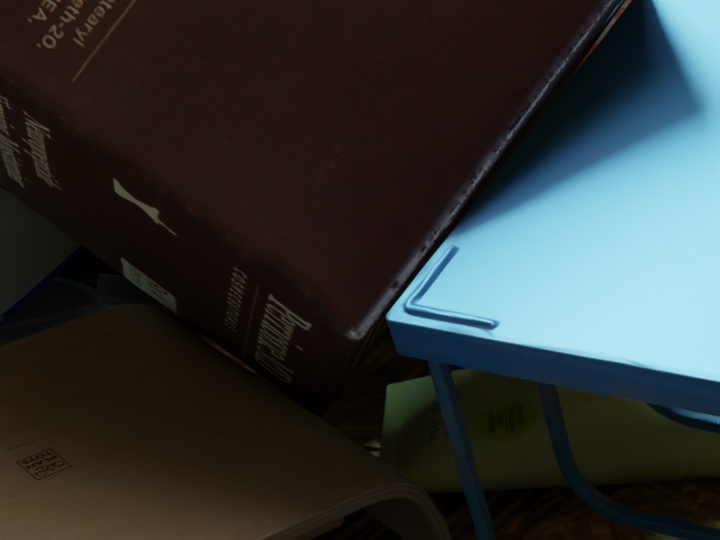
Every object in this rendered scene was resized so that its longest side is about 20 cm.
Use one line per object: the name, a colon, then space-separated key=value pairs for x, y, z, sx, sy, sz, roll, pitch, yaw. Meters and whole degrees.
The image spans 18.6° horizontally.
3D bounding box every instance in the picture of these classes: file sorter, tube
file sorter: x=0.126 y=0.007 z=0.628 sx=0.139 sy=0.123 sz=0.200 roll=10 pitch=44 yaw=31
tube: x=0.105 y=0.045 z=0.724 sx=0.200 sy=0.052 sz=0.058 roll=-6 pitch=-19 yaw=8

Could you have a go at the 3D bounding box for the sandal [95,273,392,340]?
sandal: x=0.000 y=0.000 z=0.808 sx=0.200 sy=0.048 sz=0.075 roll=3 pitch=2 yaw=-20

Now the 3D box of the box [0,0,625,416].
box: x=-0.040 y=-0.086 z=0.678 sx=0.200 sy=0.164 sz=0.166 roll=37 pitch=-12 yaw=3

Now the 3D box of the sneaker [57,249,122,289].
sneaker: x=-0.075 y=-0.006 z=0.894 sx=0.200 sy=0.073 sz=0.082 roll=1 pitch=29 yaw=39

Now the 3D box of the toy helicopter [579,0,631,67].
toy helicopter: x=0.160 y=-0.122 z=0.909 sx=0.132 sy=0.079 sz=0.200 roll=18 pitch=67 yaw=14

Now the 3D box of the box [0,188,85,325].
box: x=-0.179 y=-0.075 z=0.884 sx=0.200 sy=0.105 sz=0.184 roll=6 pitch=36 yaw=34

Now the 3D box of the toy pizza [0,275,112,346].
toy pizza: x=-0.179 y=0.046 z=0.809 sx=0.200 sy=0.032 sz=0.200 roll=-4 pitch=21 yaw=2

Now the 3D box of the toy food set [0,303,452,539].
toy food set: x=-0.093 y=0.084 z=0.665 sx=0.200 sy=0.060 sz=0.143 roll=-21 pitch=35 yaw=-32
